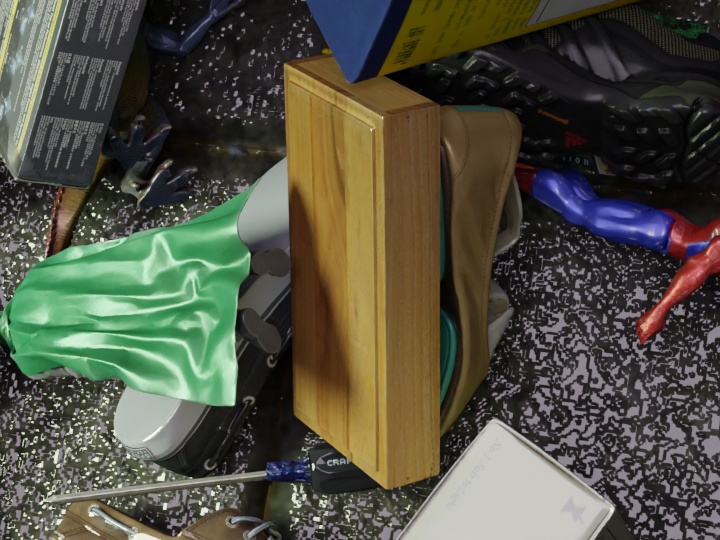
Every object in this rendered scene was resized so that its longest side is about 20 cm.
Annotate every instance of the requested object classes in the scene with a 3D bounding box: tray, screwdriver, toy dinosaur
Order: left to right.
[{"bbox_3d":[-0.150,-0.126,1.241,0.200,0.105,0.182,-36,56,11],"label":"toy dinosaur"},{"bbox_3d":[-0.066,0.107,1.180,0.200,0.028,0.029,-1,101,-7],"label":"screwdriver"},{"bbox_3d":[0.000,0.000,1.129,0.037,0.099,0.200,-13,116,-28],"label":"tray"}]

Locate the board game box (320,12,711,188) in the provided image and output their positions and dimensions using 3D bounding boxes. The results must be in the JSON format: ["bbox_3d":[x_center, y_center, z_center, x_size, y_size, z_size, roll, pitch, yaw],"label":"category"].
[{"bbox_3d":[0.081,-0.111,1.209,0.200,0.023,0.105,13,55,12],"label":"board game box"}]

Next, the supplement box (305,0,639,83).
[{"bbox_3d":[0.070,-0.185,1.084,0.200,0.109,0.110,-18,69,-23],"label":"supplement box"}]

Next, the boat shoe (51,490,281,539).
[{"bbox_3d":[-0.073,0.161,1.170,0.200,0.072,0.072,12,79,12],"label":"boat shoe"}]

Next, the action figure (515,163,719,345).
[{"bbox_3d":[0.145,0.002,1.166,0.200,0.065,0.099,13,99,23],"label":"action figure"}]

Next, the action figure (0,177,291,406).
[{"bbox_3d":[-0.127,0.022,1.179,0.200,0.055,0.118,-6,66,38],"label":"action figure"}]

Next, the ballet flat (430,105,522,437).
[{"bbox_3d":[0.054,0.004,1.148,0.063,0.200,0.069,-16,41,-24],"label":"ballet flat"}]

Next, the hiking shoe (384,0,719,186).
[{"bbox_3d":[0.101,-0.106,1.157,0.200,0.076,0.101,15,45,6],"label":"hiking shoe"}]

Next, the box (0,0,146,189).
[{"bbox_3d":[-0.161,-0.167,1.181,0.161,0.049,0.200,51,128,53],"label":"box"}]

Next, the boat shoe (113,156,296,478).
[{"bbox_3d":[-0.058,0.022,1.205,0.200,0.057,0.069,-56,38,-3],"label":"boat shoe"}]

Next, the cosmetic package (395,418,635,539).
[{"bbox_3d":[0.073,0.143,1.082,0.073,0.200,0.104,37,86,16],"label":"cosmetic package"}]
